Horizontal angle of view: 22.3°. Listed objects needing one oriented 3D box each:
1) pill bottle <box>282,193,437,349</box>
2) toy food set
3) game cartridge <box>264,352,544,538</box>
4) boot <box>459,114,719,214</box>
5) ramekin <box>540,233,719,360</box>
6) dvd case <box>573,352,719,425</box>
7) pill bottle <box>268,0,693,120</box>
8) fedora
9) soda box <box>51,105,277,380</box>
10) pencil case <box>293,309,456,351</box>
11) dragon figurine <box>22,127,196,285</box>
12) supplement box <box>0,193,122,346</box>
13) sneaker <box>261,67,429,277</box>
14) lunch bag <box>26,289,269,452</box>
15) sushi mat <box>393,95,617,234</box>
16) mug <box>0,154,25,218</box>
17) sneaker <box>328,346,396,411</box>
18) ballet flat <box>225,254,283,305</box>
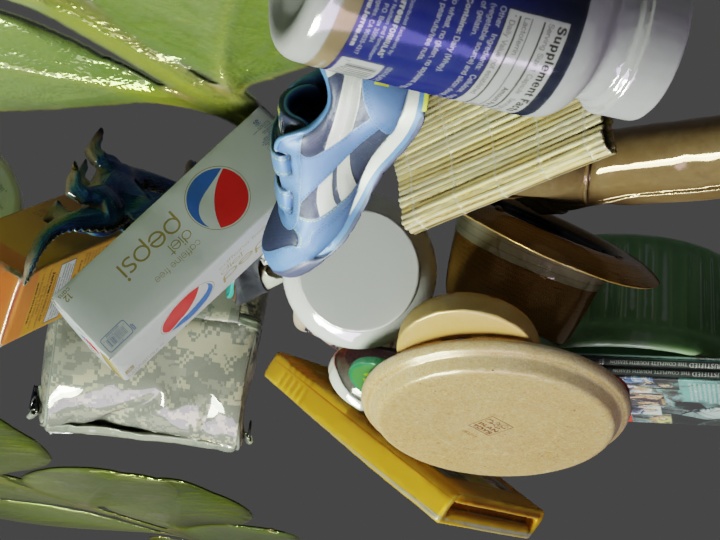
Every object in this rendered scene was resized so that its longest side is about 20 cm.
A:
[{"bbox_3d":[0.000,0.000,1.343,0.112,0.114,0.200,5,179,1],"label":"pill bottle"},{"bbox_3d":[0.092,0.090,1.297,0.199,0.049,0.198,19,147,-22],"label":"toy food set"},{"bbox_3d":[0.037,0.140,1.470,0.200,0.033,0.176,39,-172,30],"label":"game cartridge"},{"bbox_3d":[0.185,-0.081,1.193,0.199,0.067,0.175,-3,173,30],"label":"boot"},{"bbox_3d":[0.221,0.042,1.509,0.199,0.098,0.200,5,163,2],"label":"ramekin"},{"bbox_3d":[0.250,0.098,1.475,0.199,0.022,0.146,3,162,14],"label":"dvd case"},{"bbox_3d":[0.062,-0.143,0.935,0.199,0.116,0.116,11,162,-18],"label":"pill bottle"},{"bbox_3d":[0.116,0.000,1.310,0.200,0.082,0.201,23,-172,-3],"label":"fedora"},{"bbox_3d":[-0.117,-0.018,1.271,0.064,0.200,0.068,45,170,13],"label":"soda box"},{"bbox_3d":[0.032,0.066,1.546,0.200,0.078,0.090,36,164,30],"label":"pencil case"},{"bbox_3d":[-0.170,-0.040,1.317,0.099,0.200,0.059,30,119,-5],"label":"dragon figurine"},{"bbox_3d":[-0.224,-0.010,1.358,0.066,0.069,0.200,30,-152,17],"label":"supplement box"},{"bbox_3d":[-0.028,-0.078,1.180,0.082,0.074,0.200,15,131,-21],"label":"sneaker"},{"bbox_3d":[-0.185,0.069,1.614,0.199,0.169,0.139,8,163,-6],"label":"lunch bag"},{"bbox_3d":[0.080,-0.092,1.126,0.012,0.096,0.200,-5,170,-36],"label":"sushi mat"},{"bbox_3d":[-0.346,-0.038,1.379,0.186,0.150,0.153,11,155,-39],"label":"mug"},{"bbox_3d":[0.076,0.077,1.412,0.199,0.077,0.082,11,128,0],"label":"sneaker"},{"bbox_3d":[-0.080,-0.018,1.473,0.073,0.074,0.200,5,161,1],"label":"ballet flat"}]
